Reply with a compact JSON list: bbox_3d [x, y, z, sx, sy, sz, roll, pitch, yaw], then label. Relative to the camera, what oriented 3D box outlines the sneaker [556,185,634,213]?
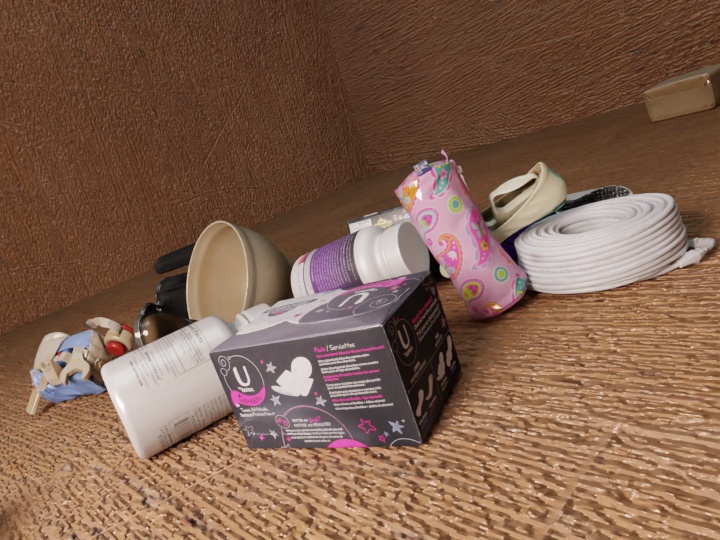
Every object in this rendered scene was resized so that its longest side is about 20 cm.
[{"bbox_3d":[0.343,-0.091,0.879,0.198,0.075,0.079,-2,6,39],"label":"sneaker"}]

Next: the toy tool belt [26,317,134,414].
[{"bbox_3d":[-0.465,0.169,0.906,0.198,0.125,0.124,-17,44,23],"label":"toy tool belt"}]

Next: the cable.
[{"bbox_3d":[0.292,-0.034,0.680,0.197,0.070,0.200,-21,13,-9],"label":"cable"}]

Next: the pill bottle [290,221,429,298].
[{"bbox_3d":[0.000,0.000,0.815,0.198,0.113,0.111,-21,9,36],"label":"pill bottle"}]

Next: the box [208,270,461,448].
[{"bbox_3d":[-0.022,0.087,0.539,0.198,0.116,0.132,-11,15,30],"label":"box"}]

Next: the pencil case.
[{"bbox_3d":[0.123,-0.041,0.664,0.087,0.202,0.087,-32,3,2],"label":"pencil case"}]

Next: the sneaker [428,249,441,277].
[{"bbox_3d":[0.141,-0.029,0.867,0.198,0.081,0.086,-25,18,-15],"label":"sneaker"}]

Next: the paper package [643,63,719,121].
[{"bbox_3d":[0.999,-0.543,1.668,0.199,0.105,0.189,-30,17,-37],"label":"paper package"}]

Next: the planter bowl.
[{"bbox_3d":[-0.188,0.026,0.923,0.134,0.204,0.199,6,-7,-43],"label":"planter bowl"}]

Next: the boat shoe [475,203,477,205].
[{"bbox_3d":[0.200,-0.099,1.061,0.197,0.063,0.075,-12,2,-10],"label":"boat shoe"}]

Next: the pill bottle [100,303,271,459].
[{"bbox_3d":[-0.185,0.120,0.643,0.198,0.116,0.114,-25,14,-26],"label":"pill bottle"}]

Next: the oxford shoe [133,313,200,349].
[{"bbox_3d":[-0.220,0.089,0.733,0.083,0.074,0.200,-19,-19,15],"label":"oxford shoe"}]

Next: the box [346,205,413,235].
[{"bbox_3d":[0.088,-0.088,0.920,0.157,0.047,0.200,-13,4,25],"label":"box"}]

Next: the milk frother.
[{"bbox_3d":[-0.312,0.070,1.055,0.186,0.181,0.203,-15,56,18],"label":"milk frother"}]

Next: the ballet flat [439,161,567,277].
[{"bbox_3d":[0.174,-0.068,0.720,0.199,0.070,0.070,-37,7,17],"label":"ballet flat"}]

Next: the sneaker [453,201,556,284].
[{"bbox_3d":[0.205,-0.048,0.789,0.198,0.101,0.069,-28,15,-20],"label":"sneaker"}]
